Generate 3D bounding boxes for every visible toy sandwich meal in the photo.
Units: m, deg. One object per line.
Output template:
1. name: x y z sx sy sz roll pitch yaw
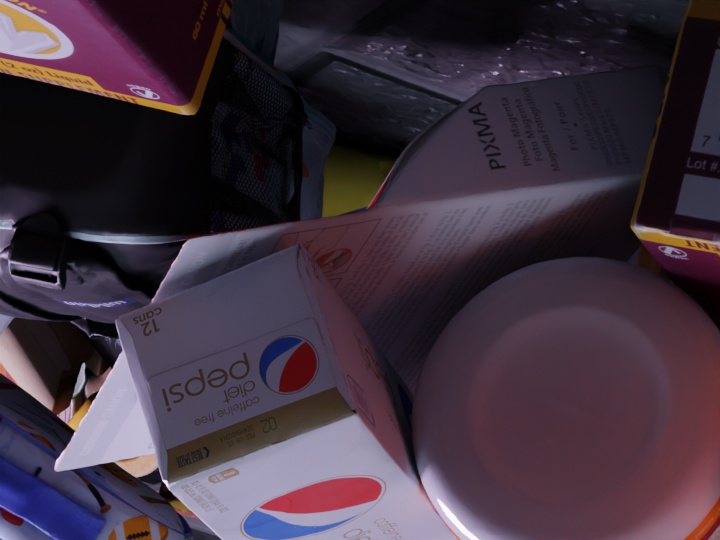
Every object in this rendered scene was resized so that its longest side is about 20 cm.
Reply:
1. toy sandwich meal: -0.164 0.027 1.479 0.205 0.070 0.206 36 142 34

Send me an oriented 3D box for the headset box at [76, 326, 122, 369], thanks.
1. headset box: -0.079 -0.009 1.255 0.149 0.075 0.200 50 165 -2

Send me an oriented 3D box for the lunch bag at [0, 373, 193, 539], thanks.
1. lunch bag: -0.175 0.090 1.361 0.200 0.076 0.160 33 178 -9

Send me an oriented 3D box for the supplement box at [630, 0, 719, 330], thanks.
1. supplement box: 0.175 -0.015 1.021 0.110 0.086 0.200 11 167 22

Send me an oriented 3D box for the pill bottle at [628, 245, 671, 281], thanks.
1. pill bottle: 0.155 0.035 1.199 0.199 0.117 0.116 21 167 -19

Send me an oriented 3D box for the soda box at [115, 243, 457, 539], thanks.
1. soda box: -0.016 0.063 1.017 0.068 0.064 0.200 -22 156 6

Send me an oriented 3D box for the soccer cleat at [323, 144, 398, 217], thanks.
1. soccer cleat: 0.055 -0.018 1.269 0.200 0.065 0.084 22 138 -8

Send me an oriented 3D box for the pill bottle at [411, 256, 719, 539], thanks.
1. pill bottle: 0.093 0.082 1.063 0.113 0.113 0.200 12 161 20

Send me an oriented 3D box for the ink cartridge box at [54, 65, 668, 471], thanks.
1. ink cartridge box: 0.000 0.000 1.039 0.199 0.057 0.163 -4 150 -27

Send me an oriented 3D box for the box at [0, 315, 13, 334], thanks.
1. box: -0.246 -0.041 1.200 0.200 0.097 0.177 32 -167 -26

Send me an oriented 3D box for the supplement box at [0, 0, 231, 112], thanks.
1. supplement box: -0.114 -0.126 0.860 0.110 0.086 0.200 13 167 19

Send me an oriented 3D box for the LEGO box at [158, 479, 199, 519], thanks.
1. LEGO box: 0.016 0.069 1.453 0.199 0.149 0.077 17 168 -4

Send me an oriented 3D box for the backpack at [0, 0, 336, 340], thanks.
1. backpack: -0.099 -0.048 1.060 0.177 0.151 0.200 5 167 19
